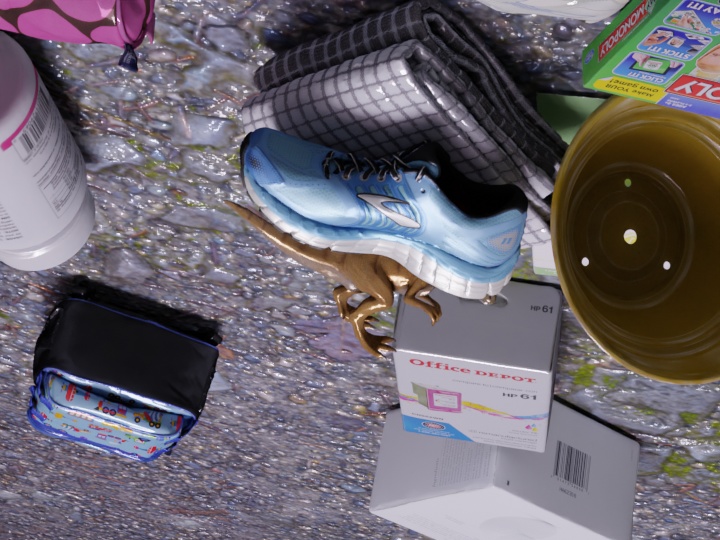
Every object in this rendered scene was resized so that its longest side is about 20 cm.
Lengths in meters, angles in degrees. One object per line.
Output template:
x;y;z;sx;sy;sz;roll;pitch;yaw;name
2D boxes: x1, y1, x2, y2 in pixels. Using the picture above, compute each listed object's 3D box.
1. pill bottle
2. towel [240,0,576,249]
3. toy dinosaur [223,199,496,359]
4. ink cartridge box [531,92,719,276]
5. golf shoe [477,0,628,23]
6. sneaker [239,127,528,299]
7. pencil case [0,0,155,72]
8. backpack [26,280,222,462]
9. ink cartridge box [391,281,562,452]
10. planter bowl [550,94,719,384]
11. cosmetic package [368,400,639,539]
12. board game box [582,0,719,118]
-0.277;-0.087;1.166;0.112;0.114;0.200;6;153;11;pill bottle
0.039;-0.091;1.052;0.165;0.086;0.200;-15;136;40;towel
0.000;0.000;1.093;0.198;0.061;0.107;10;121;4;toy dinosaur
0.198;-0.052;1.115;0.144;0.048;0.200;7;156;11;ink cartridge box
0.067;-0.181;0.881;0.198;0.079;0.097;14;160;-2;golf shoe
0.019;-0.058;0.985;0.198;0.079;0.090;18;129;-9;sneaker
-0.230;-0.189;0.977;0.198;0.092;0.094;11;168;7;pencil case
-0.256;0.118;1.553;0.181;0.136;0.200;21;156;-16;backpack
0.108;0.086;1.387;0.143;0.085;0.200;7;153;9;ink cartridge box
0.200;-0.025;1.021;0.199;0.202;0.083;20;171;-17;planter bowl
0.151;0.218;1.592;0.199;0.124;0.199;28;149;-30;cosmetic package
0.253;-0.133;0.915;0.198;0.029;0.135;10;155;-17;board game box
